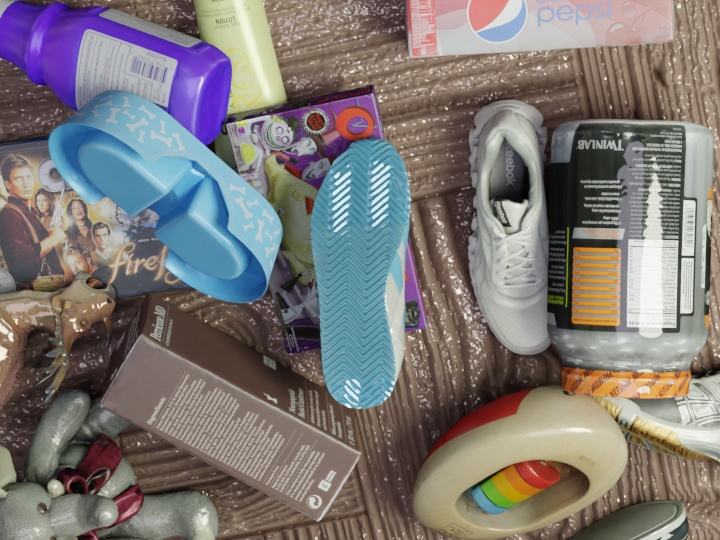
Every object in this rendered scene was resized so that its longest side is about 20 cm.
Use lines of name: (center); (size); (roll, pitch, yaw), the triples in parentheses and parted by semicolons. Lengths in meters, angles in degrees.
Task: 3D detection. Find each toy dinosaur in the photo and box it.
toy dinosaur: (-0.295, 0.074, 1.281); (0.135, 0.086, 0.200); (37, 110, -10)

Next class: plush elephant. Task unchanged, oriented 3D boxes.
plush elephant: (-0.237, 0.189, 1.297); (0.198, 0.155, 0.166); (-16, 101, 9)

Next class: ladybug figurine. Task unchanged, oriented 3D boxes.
ladybug figurine: (0.120, 0.150, 1.272); (0.135, 0.072, 0.199); (30, 133, -34)

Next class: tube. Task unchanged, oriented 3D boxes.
tube: (-0.092, -0.159, 1.257); (0.058, 0.052, 0.202); (11, 117, 47)

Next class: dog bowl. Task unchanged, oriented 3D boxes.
dog bowl: (-0.141, -0.058, 1.217); (0.200, 0.050, 0.111); (40, 149, -17)

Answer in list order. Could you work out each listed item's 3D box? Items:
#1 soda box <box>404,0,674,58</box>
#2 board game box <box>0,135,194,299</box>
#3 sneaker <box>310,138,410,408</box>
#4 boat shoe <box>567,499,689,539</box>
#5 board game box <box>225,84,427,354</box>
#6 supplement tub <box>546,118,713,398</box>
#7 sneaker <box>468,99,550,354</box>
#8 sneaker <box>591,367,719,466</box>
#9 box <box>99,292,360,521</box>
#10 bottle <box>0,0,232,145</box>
soda box: (0.133, -0.199, 1.210); (0.198, 0.070, 0.064); (-2, 104, 6)
board game box: (-0.224, -0.044, 1.303); (0.198, 0.035, 0.137); (-7, 102, 8)
sneaker: (0.000, 0.000, 1.233); (0.076, 0.081, 0.202); (4, 94, 3)
boat shoe: (0.186, 0.250, 1.314); (0.199, 0.076, 0.061); (-28, 98, 24)
board game box: (-0.025, -0.037, 1.271); (0.119, 0.032, 0.202); (-13, 112, 5)
supplement tub: (0.200, -0.009, 1.206); (0.121, 0.123, 0.202); (2, 92, 5)
sneaker: (0.117, -0.027, 1.249); (0.074, 0.081, 0.202); (-7, 104, 6)
sneaker: (0.273, 0.107, 1.278); (0.198, 0.076, 0.088); (19, 80, 6)
box: (-0.101, 0.107, 1.277); (0.199, 0.100, 0.075); (28, 105, -13)
bottle: (-0.197, -0.159, 1.242); (0.198, 0.065, 0.084); (21, 120, 17)
